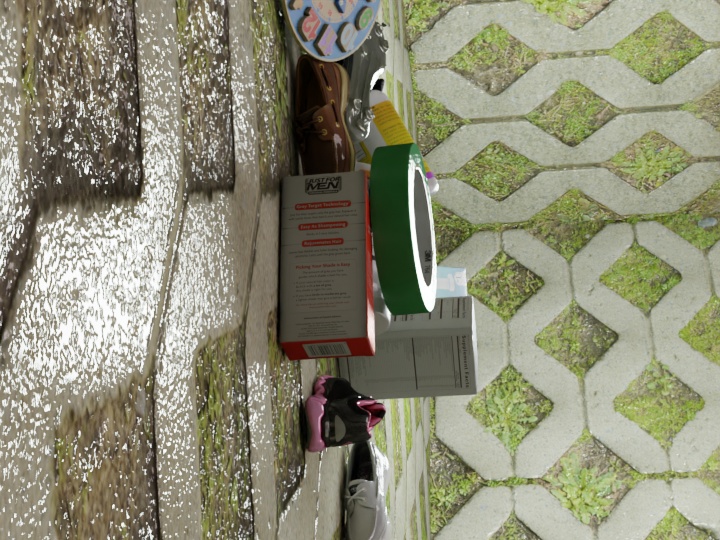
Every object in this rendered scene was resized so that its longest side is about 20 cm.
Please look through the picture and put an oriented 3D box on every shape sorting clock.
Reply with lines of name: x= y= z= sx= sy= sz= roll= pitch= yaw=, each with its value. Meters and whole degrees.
shape sorting clock: x=-0.029 y=-0.353 z=1.590 sx=0.199 sy=0.039 sz=0.202 roll=-25 pitch=123 yaw=-45

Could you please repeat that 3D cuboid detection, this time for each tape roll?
tape roll: x=0.053 y=-0.049 z=1.572 sx=0.200 sy=0.048 sz=0.203 roll=-5 pitch=90 yaw=-79

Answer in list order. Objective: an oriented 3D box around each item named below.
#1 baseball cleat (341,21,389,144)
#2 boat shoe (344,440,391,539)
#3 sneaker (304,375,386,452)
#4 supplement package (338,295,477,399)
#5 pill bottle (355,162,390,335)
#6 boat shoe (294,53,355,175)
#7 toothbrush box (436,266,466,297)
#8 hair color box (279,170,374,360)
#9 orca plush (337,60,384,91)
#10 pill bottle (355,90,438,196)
baseball cleat: x=-0.023 y=-0.240 z=1.709 sx=0.070 sy=0.106 sz=0.202 roll=43 pitch=44 yaw=-35
boat shoe: x=0.005 y=0.320 z=1.865 sx=0.069 sy=0.071 sz=0.201 roll=56 pitch=30 yaw=-32
sneaker: x=-0.014 y=0.175 z=1.618 sx=0.200 sy=0.094 sz=0.080 roll=-64 pitch=148 yaw=-80
supplement package: x=0.071 y=0.114 z=1.935 sx=0.110 sy=0.197 sz=0.115 roll=-78 pitch=164 yaw=-66
pill bottle: x=-0.011 y=-0.024 z=1.656 sx=0.117 sy=0.115 sz=0.202 roll=74 pitch=15 yaw=-63
boat shoe: x=-0.053 y=-0.170 z=1.607 sx=0.067 sy=0.071 sz=0.203 roll=24 pitch=57 yaw=-51
toothbrush box: x=0.092 y=0.068 z=2.249 sx=0.199 sy=0.085 sz=0.149 roll=2 pitch=83 yaw=-49
hair color box: x=-0.037 y=-0.006 z=1.468 sx=0.061 sy=0.100 sz=0.202 roll=70 pitch=19 yaw=-65
orca plush: x=-0.018 y=-0.291 z=1.917 sx=0.071 sy=0.105 sz=0.202 roll=10 pitch=102 yaw=-45
pill bottle: x=0.016 y=-0.169 z=1.782 sx=0.201 sy=0.104 sz=0.104 roll=60 pitch=5 yaw=4
